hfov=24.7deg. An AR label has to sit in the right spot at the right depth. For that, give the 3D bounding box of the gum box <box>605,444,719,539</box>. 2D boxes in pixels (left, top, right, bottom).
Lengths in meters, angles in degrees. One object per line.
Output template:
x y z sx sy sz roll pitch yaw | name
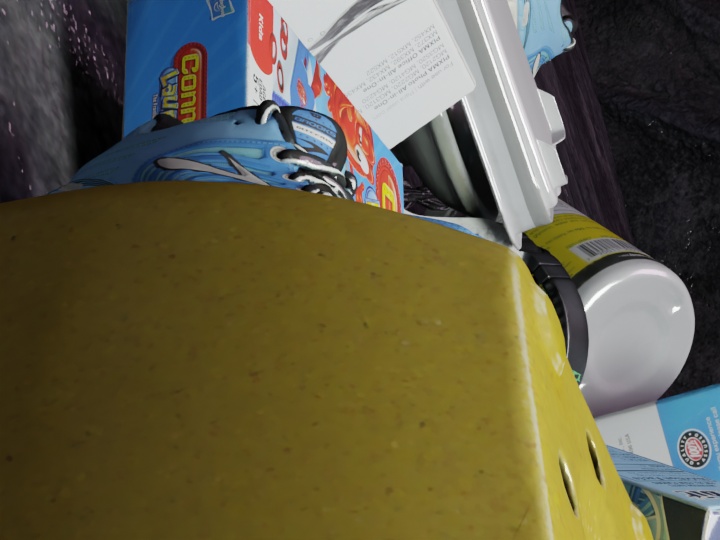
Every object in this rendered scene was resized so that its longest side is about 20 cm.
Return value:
0.032 0.131 0.515 0.044 0.199 0.172 5 95 -38 | gum box

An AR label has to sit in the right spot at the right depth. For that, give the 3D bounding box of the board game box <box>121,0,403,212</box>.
-0.035 0.012 0.698 0.196 0.055 0.202 43 43 -63 | board game box

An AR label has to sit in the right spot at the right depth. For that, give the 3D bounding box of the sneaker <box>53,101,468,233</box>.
-0.030 -0.018 0.501 0.090 0.199 0.079 -54 129 -20 | sneaker

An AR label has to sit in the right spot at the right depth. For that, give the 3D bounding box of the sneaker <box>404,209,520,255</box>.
0.000 0.000 0.897 0.199 0.079 0.079 14 66 -45 | sneaker

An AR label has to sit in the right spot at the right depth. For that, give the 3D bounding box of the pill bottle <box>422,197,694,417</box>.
0.126 0.011 1.129 0.200 0.114 0.115 40 -19 53 | pill bottle

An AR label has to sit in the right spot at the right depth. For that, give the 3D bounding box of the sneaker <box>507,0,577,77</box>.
0.109 -0.142 1.109 0.201 0.089 0.079 97 -31 -49 | sneaker

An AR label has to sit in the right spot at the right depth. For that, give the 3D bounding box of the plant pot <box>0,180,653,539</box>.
-0.031 0.097 0.384 0.195 0.198 0.196 -91 160 -48 | plant pot

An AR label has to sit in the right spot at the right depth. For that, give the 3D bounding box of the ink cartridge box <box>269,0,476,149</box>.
-0.039 -0.164 0.798 0.145 0.083 0.200 52 -4 42 | ink cartridge box

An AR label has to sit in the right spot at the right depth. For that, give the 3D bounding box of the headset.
0.075 0.016 1.058 0.094 0.124 0.201 3 43 -49 | headset

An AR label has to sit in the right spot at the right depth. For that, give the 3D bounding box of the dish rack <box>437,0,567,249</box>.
0.078 -0.127 0.956 0.172 0.043 0.202 -75 146 -70 | dish rack

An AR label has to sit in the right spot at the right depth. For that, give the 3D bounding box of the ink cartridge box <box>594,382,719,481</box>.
0.157 0.170 1.031 0.146 0.198 0.148 27 48 -73 | ink cartridge box

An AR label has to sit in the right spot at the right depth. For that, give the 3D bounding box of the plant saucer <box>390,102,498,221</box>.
0.033 -0.120 0.982 0.200 0.050 0.202 -14 90 -78 | plant saucer
